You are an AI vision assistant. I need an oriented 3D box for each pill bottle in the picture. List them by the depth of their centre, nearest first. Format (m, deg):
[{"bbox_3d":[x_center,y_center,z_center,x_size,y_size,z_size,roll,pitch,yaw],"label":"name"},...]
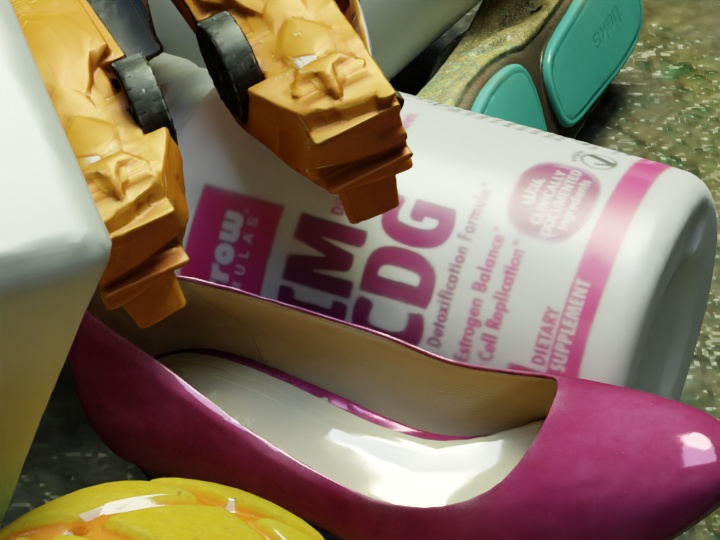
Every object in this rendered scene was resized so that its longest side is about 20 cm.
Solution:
[{"bbox_3d":[0.000,0.000,0.871,0.199,0.114,0.113,16,35,17],"label":"pill bottle"}]

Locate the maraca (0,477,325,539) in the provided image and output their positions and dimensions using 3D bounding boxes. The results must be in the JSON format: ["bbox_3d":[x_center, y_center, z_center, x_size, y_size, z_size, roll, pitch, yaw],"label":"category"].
[{"bbox_3d":[-0.044,0.105,0.726,0.136,0.108,0.200,22,11,6],"label":"maraca"}]

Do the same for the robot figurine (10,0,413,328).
[{"bbox_3d":[-0.071,-0.077,0.836,0.144,0.058,0.200,-25,46,-10],"label":"robot figurine"}]

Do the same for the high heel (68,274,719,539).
[{"bbox_3d":[0.005,0.033,0.775,0.199,0.096,0.067,1,42,41],"label":"high heel"}]

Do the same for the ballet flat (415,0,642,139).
[{"bbox_3d":[0.045,-0.056,1.014,0.070,0.071,0.200,16,36,15],"label":"ballet flat"}]

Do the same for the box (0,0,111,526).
[{"bbox_3d":[-0.198,-0.005,0.734,0.198,0.200,0.172,-13,64,-25],"label":"box"}]

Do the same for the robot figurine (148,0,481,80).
[{"bbox_3d":[-0.007,-0.128,1.015,0.200,0.170,0.113,-41,67,-3],"label":"robot figurine"}]
